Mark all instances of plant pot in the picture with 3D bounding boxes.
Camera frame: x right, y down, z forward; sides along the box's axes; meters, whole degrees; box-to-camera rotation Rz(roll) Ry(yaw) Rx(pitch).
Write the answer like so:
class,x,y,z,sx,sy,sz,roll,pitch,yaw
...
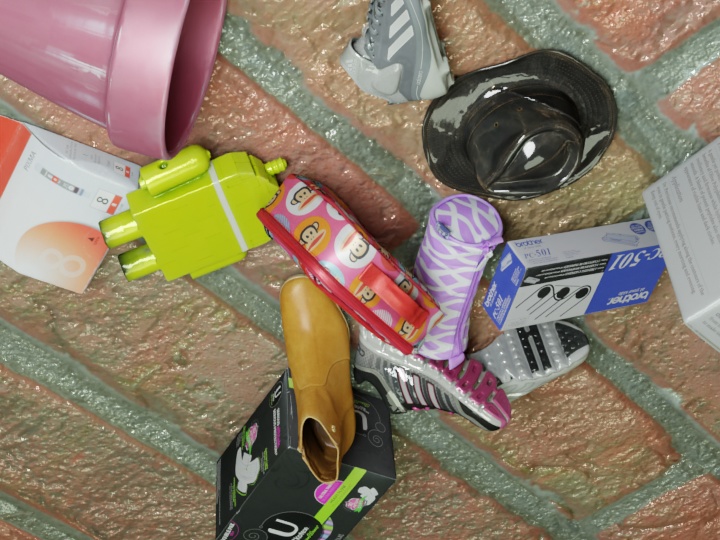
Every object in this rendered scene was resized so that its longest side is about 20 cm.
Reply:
class,x,y,z,sx,sy,sz,roll,pitch,yaw
plant pot,-0.224,-0.215,1.243,0.178,0.201,0.201,16,132,1

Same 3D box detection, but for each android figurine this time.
class,x,y,z,sx,sy,sz,roll,pitch,yaw
android figurine,-0.161,-0.057,1.462,0.199,0.041,0.182,-24,145,-2

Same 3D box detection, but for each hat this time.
class,x,y,z,sx,sy,sz,roll,pitch,yaw
hat,0.163,-0.119,1.426,0.199,0.081,0.201,-2,135,-2

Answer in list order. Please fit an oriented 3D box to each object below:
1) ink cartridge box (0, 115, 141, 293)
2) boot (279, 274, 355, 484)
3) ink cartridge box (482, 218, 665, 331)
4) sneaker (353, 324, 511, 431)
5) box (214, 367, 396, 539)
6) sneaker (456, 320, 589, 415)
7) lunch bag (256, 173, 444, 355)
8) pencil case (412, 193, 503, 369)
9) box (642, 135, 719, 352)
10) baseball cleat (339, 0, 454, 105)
class,x,y,z,sx,sy,sz,roll,pitch,yaw
ink cartridge box,-0.342,-0.071,1.453,0.199,0.050,0.162,18,129,-24
boot,-0.047,0.118,1.561,0.070,0.144,0.202,-12,112,11
ink cartridge box,0.234,0.003,1.525,0.199,0.044,0.094,-9,138,-28
sneaker,0.074,0.132,1.619,0.199,0.074,0.088,30,119,7
box,-0.069,0.240,1.720,0.148,0.125,0.200,19,130,-22
sneaker,0.176,0.117,1.668,0.199,0.076,0.081,-22,145,18
lunch bag,0.000,0.000,1.442,0.082,0.176,0.200,-48,136,0
pencil case,0.099,0.010,1.537,0.084,0.085,0.201,-34,152,-34
box,0.428,-0.017,1.464,0.200,0.200,0.171,33,123,-32
baseball cleat,0.023,-0.228,1.320,0.106,0.070,0.201,-14,132,9
